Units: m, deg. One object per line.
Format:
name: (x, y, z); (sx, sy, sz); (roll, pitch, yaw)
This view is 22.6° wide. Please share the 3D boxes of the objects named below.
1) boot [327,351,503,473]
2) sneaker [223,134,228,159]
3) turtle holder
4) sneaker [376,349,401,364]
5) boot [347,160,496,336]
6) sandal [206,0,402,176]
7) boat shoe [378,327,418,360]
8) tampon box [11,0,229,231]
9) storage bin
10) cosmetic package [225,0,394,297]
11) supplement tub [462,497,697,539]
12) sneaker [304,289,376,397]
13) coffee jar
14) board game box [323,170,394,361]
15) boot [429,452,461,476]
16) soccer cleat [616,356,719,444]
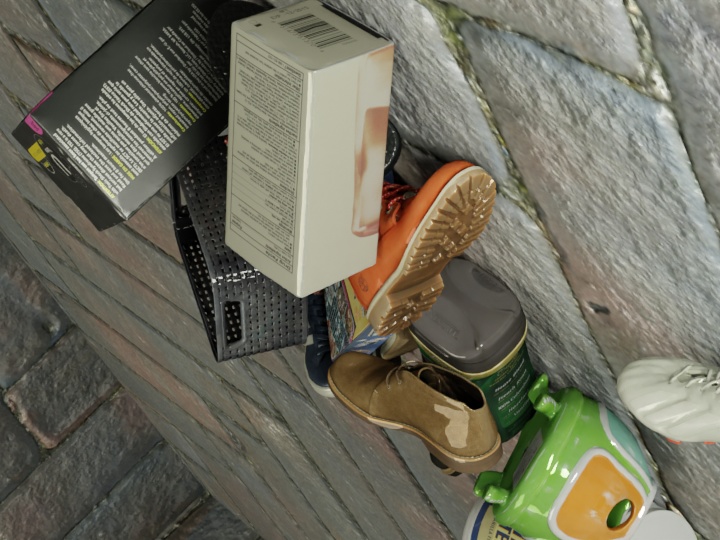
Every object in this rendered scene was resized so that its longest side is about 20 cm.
boot: (0.045, 0.102, 1.580); (0.200, 0.074, 0.075); (25, 138, 42)
sneaker: (-0.070, -0.114, 1.634); (0.082, 0.078, 0.200); (41, 175, 2)
turtle holder: (0.183, 0.184, 1.592); (0.132, 0.141, 0.186); (29, 161, -1)
sneaker: (-0.033, 0.043, 1.948); (0.200, 0.076, 0.091); (43, 158, 2)
boot: (0.034, -0.041, 1.453); (0.107, 0.075, 0.200); (58, 142, 20)
sandal: (-0.051, -0.143, 1.492); (0.200, 0.075, 0.048); (43, -177, 10)
boat shoe: (0.042, 0.037, 1.733); (0.065, 0.072, 0.200); (62, 174, 12)
tampon box: (-0.191, -0.149, 1.598); (0.126, 0.200, 0.150); (48, 165, -9)
storage bin: (-0.122, -0.026, 1.764); (0.135, 0.094, 0.200); (91, 163, -48)
cosmetic package: (-0.041, -0.095, 1.392); (0.103, 0.087, 0.200); (35, 134, 36)
supplement tub: (0.209, 0.274, 1.709); (0.200, 0.144, 0.144); (3, 137, 51)
sneaker: (-0.030, 0.039, 1.779); (0.200, 0.075, 0.085); (-96, -11, -53)
coffee jar: (0.102, 0.073, 1.613); (0.104, 0.085, 0.200); (39, 165, 26)
board game box: (0.000, 0.000, 1.637); (0.200, 0.035, 0.136); (133, 132, -74)
boot: (0.053, 0.144, 1.853); (0.138, 0.077, 0.200); (11, 149, 0)
soccer cleat: (0.267, 0.097, 1.273); (0.200, 0.069, 0.078); (25, 151, 37)
